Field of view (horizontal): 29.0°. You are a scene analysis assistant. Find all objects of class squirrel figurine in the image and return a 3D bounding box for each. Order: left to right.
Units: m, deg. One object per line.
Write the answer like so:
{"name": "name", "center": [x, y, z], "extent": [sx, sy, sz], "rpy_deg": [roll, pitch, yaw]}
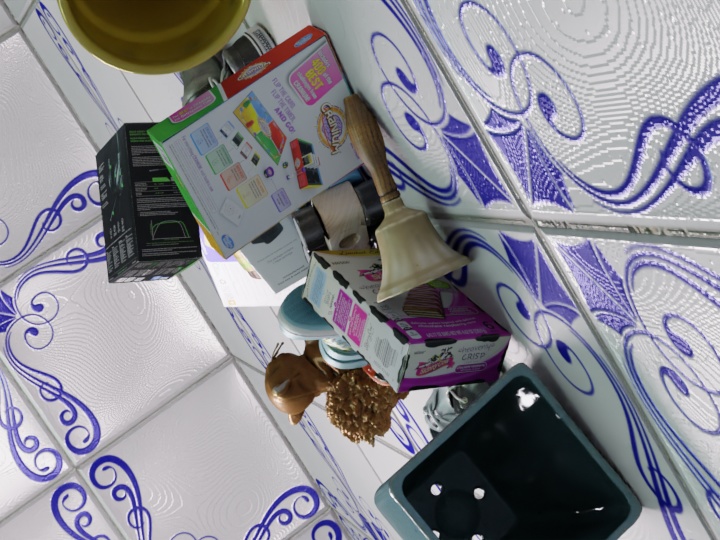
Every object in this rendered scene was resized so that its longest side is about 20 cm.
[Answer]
{"name": "squirrel figurine", "center": [-0.031, 0.140, 1.881], "extent": [0.200, 0.186, 0.142], "rpy_deg": [48, 165, 30]}

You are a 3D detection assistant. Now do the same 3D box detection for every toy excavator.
{"name": "toy excavator", "center": [-0.044, -0.090, 1.610], "extent": [0.195, 0.099, 0.201], "rpy_deg": [77, 169, -61]}

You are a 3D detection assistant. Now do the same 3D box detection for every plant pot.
{"name": "plant pot", "center": [-0.225, -0.333, 1.430], "extent": [0.189, 0.199, 0.202], "rpy_deg": [-118, 2, -51]}
{"name": "plant pot", "center": [0.130, 0.244, 1.443], "extent": [0.197, 0.195, 0.200], "rpy_deg": [50, 160, 1]}

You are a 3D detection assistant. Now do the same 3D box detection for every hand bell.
{"name": "hand bell", "center": [0.026, -0.080, 1.391], "extent": [0.202, 0.103, 0.104], "rpy_deg": [67, 167, 0]}

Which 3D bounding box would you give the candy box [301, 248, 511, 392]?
{"name": "candy box", "center": [0.046, 0.047, 1.468], "extent": [0.200, 0.135, 0.062], "rpy_deg": [41, 125, 46]}

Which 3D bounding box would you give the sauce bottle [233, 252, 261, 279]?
{"name": "sauce bottle", "center": [-0.174, -0.077, 1.832], "extent": [0.200, 0.065, 0.065], "rpy_deg": [53, 170, -27]}

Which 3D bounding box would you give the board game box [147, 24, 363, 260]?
{"name": "board game box", "center": [-0.094, -0.129, 1.403], "extent": [0.040, 0.199, 0.154], "rpy_deg": [38, 159, 53]}

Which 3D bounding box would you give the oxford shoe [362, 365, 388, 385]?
{"name": "oxford shoe", "center": [0.005, 0.072, 1.817], "extent": [0.072, 0.071, 0.200], "rpy_deg": [0, -134, -54]}

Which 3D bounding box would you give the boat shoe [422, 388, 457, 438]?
{"name": "boat shoe", "center": [0.113, 0.171, 1.688], "extent": [0.070, 0.071, 0.201], "rpy_deg": [51, 167, 19]}

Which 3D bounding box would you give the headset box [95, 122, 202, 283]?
{"name": "headset box", "center": [-0.291, -0.097, 1.890], "extent": [0.174, 0.092, 0.202], "rpy_deg": [155, 109, -64]}

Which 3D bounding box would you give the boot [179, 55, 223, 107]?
{"name": "boot", "center": [-0.220, -0.266, 1.747], "extent": [0.131, 0.067, 0.200], "rpy_deg": [57, -175, -9]}

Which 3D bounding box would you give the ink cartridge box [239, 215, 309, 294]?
{"name": "ink cartridge box", "center": [-0.132, -0.096, 1.726], "extent": [0.200, 0.082, 0.146], "rpy_deg": [52, -164, -30]}

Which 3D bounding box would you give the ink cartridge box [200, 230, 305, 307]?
{"name": "ink cartridge box", "center": [-0.124, -0.027, 1.944], "extent": [0.198, 0.044, 0.199], "rpy_deg": [0, 136, 18]}

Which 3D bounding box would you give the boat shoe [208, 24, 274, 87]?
{"name": "boat shoe", "center": [-0.136, -0.218, 1.634], "extent": [0.074, 0.068, 0.199], "rpy_deg": [54, 168, 4]}

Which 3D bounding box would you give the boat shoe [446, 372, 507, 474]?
{"name": "boat shoe", "center": [0.128, 0.132, 1.550], "extent": [0.201, 0.067, 0.072], "rpy_deg": [57, 169, -2]}

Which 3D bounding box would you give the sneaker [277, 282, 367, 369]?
{"name": "sneaker", "center": [-0.030, 0.072, 1.594], "extent": [0.080, 0.199, 0.131], "rpy_deg": [47, 129, 26]}
